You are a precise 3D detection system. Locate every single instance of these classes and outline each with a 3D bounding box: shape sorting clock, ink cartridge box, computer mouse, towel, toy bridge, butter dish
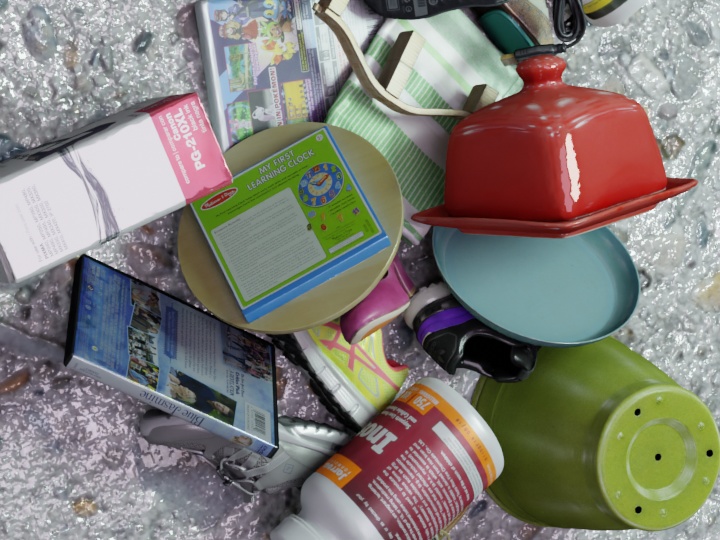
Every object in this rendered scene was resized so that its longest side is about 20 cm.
[{"bbox_3d":[-0.060,-0.037,1.496,0.198,0.039,0.202,-5,65,11],"label":"shape sorting clock"},{"bbox_3d":[-0.225,-0.070,1.451,0.199,0.145,0.085,-26,102,-18],"label":"ink cartridge box"},{"bbox_3d":[0.104,-0.245,1.569,0.198,0.046,0.141,-11,121,10],"label":"computer mouse"},{"bbox_3d":[0.054,-0.144,1.602,0.152,0.023,0.201,40,74,-26],"label":"towel"},{"bbox_3d":[0.033,-0.180,1.561,0.199,0.027,0.068,32,77,-28],"label":"toy bridge"},{"bbox_3d":[0.165,-0.114,1.550,0.199,0.198,0.149,-16,105,-41],"label":"butter dish"}]

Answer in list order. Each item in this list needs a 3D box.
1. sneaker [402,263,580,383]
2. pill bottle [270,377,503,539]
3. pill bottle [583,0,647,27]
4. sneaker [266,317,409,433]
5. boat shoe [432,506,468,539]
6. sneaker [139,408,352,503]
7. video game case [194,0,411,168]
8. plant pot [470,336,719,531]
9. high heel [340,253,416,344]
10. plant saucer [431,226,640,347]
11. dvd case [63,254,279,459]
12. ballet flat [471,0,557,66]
[{"bbox_3d":[0.143,0.058,1.620,0.198,0.100,0.070,-9,139,-26],"label":"sneaker"},{"bbox_3d":[0.021,0.196,1.547,0.200,0.113,0.113,-40,107,-18],"label":"pill bottle"},{"bbox_3d":[0.187,-0.326,1.613,0.200,0.112,0.113,39,80,-21],"label":"pill bottle"},{"bbox_3d":[-0.027,0.052,1.583,0.090,0.078,0.201,-43,119,-13],"label":"sneaker"},{"bbox_3d":[0.029,0.252,1.625,0.199,0.063,0.074,-36,106,-16],"label":"boat shoe"},{"bbox_3d":[-0.101,0.165,1.558,0.198,0.075,0.083,13,89,-23],"label":"sneaker"},{"bbox_3d":[-0.048,-0.153,1.583,0.181,0.023,0.202,-11,99,-21],"label":"video game case"},{"bbox_3d":[0.228,0.157,1.628,0.198,0.193,0.203,-2,95,-21],"label":"plant pot"},{"bbox_3d":[0.000,0.000,1.528,0.067,0.200,0.096,-34,93,20],"label":"high heel"},{"bbox_3d":[0.157,0.000,1.612,0.198,0.201,0.028,-2,137,-22],"label":"plant saucer"},{"bbox_3d":[-0.157,0.072,1.502,0.199,0.143,0.018,27,119,-21],"label":"dvd case"},{"bbox_3d":[0.127,-0.259,1.621,0.200,0.068,0.067,42,76,-21],"label":"ballet flat"}]
